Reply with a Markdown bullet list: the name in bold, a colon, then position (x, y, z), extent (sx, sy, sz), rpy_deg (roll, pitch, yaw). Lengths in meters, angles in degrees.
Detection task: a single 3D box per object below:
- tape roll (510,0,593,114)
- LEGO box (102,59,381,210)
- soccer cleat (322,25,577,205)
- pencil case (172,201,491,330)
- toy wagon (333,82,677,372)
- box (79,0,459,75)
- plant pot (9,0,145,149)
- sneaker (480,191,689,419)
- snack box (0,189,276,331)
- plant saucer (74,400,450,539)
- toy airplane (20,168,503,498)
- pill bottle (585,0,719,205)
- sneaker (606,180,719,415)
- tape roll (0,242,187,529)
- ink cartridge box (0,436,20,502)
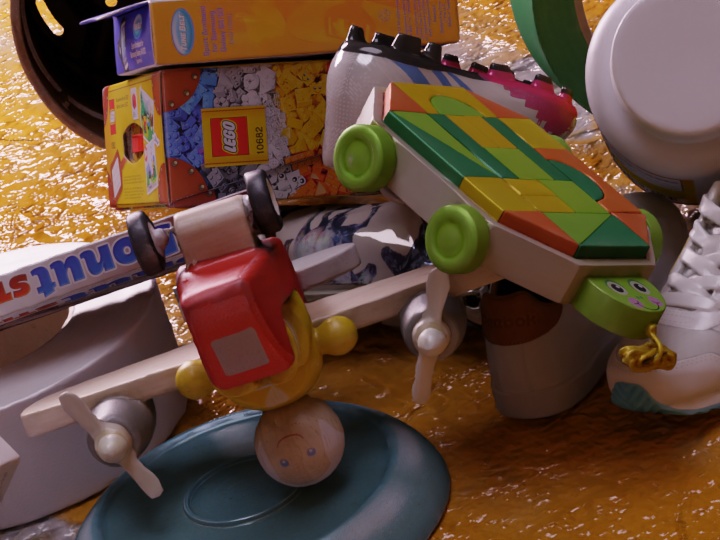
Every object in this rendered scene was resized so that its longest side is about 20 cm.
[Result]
- **tape roll**: position (0.186, -0.181, 1.620), extent (0.199, 0.202, 0.048), rpy_deg (-20, 25, -8)
- **LEGO box**: position (-0.061, -0.078, 1.599), extent (0.148, 0.078, 0.200), rpy_deg (-4, 2, -15)
- **soccer cleat**: position (0.044, -0.075, 1.491), extent (0.070, 0.087, 0.199), rpy_deg (15, 3, 38)
- **pencil case**: position (0.000, 0.000, 1.512), extent (0.199, 0.078, 0.089), rpy_deg (-3, 13, 27)
- **toy wagon**: position (0.085, -0.024, 1.328), extent (0.155, 0.040, 0.200), rpy_deg (-1, 35, -49)
- **box**: position (-0.055, -0.135, 1.554), extent (0.198, 0.042, 0.119), rpy_deg (-8, 3, -14)
- **plant pot**: position (-0.152, -0.193, 1.892), extent (0.199, 0.202, 0.198), rpy_deg (-20, 17, -8)
- **sneaker**: position (0.120, -0.007, 1.447), extent (0.072, 0.085, 0.200), rpy_deg (-4, 26, 29)
- **snack box**: position (-0.142, 0.000, 1.460), extent (0.199, 0.024, 0.072), rpy_deg (-19, -5, -3)
- **plant saucer**: position (-0.054, 0.117, 1.367), extent (0.199, 0.028, 0.200), rpy_deg (-13, 26, 6)
- **toy airplane**: position (-0.045, 0.040, 1.358), extent (0.198, 0.142, 0.200), rpy_deg (-10, -13, -40)
- **pill bottle**: position (0.177, -0.098, 1.472), extent (0.108, 0.110, 0.200), rpy_deg (-14, -6, 7)
- **sneaker**: position (0.186, 0.003, 1.388), extent (0.076, 0.081, 0.200), rpy_deg (9, 37, 41)
- **tape roll**: position (-0.197, 0.063, 1.515), extent (0.201, 0.071, 0.203), rpy_deg (-14, 25, 7)
- **ink cartridge box**: position (-0.264, 0.139, 1.289), extent (0.067, 0.117, 0.199), rpy_deg (43, 39, 20)
